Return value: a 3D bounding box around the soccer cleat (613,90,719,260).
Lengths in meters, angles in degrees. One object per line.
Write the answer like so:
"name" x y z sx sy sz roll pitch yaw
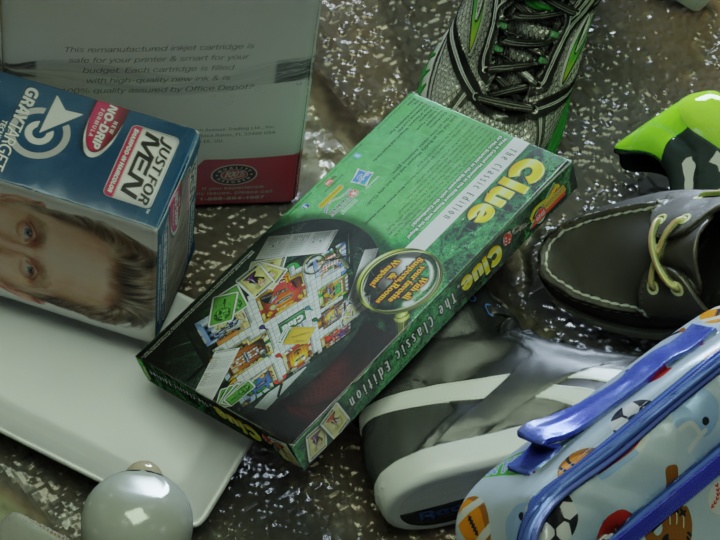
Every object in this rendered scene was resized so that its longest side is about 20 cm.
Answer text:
"soccer cleat" 0.190 0.005 1.210 0.081 0.068 0.200 -27 66 6

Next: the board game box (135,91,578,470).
"board game box" 0.000 0.000 1.162 0.105 0.023 0.200 26 60 38

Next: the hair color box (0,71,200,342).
"hair color box" -0.178 -0.043 1.151 0.200 0.100 0.061 17 58 5

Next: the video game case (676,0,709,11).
"video game case" 0.129 -0.259 1.354 0.200 0.022 0.182 30 58 -10

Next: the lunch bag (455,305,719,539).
"lunch bag" 0.141 0.112 1.076 0.200 0.076 0.160 -35 111 -23

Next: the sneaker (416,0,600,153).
"sneaker" 0.080 -0.127 1.244 0.078 0.085 0.200 17 82 0

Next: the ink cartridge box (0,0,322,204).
"ink cartridge box" -0.096 -0.116 1.171 0.146 0.200 0.083 -1 58 -8

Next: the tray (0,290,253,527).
"tray" -0.138 0.041 1.174 0.200 0.022 0.107 26 60 11

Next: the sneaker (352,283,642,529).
"sneaker" 0.091 0.043 1.164 0.200 0.073 0.112 -11 59 -12

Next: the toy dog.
"toy dog" -0.094 0.146 1.031 0.132 0.200 0.096 24 37 -19

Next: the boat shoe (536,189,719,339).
"boat shoe" 0.169 -0.007 1.154 0.201 0.061 0.072 1 78 29
